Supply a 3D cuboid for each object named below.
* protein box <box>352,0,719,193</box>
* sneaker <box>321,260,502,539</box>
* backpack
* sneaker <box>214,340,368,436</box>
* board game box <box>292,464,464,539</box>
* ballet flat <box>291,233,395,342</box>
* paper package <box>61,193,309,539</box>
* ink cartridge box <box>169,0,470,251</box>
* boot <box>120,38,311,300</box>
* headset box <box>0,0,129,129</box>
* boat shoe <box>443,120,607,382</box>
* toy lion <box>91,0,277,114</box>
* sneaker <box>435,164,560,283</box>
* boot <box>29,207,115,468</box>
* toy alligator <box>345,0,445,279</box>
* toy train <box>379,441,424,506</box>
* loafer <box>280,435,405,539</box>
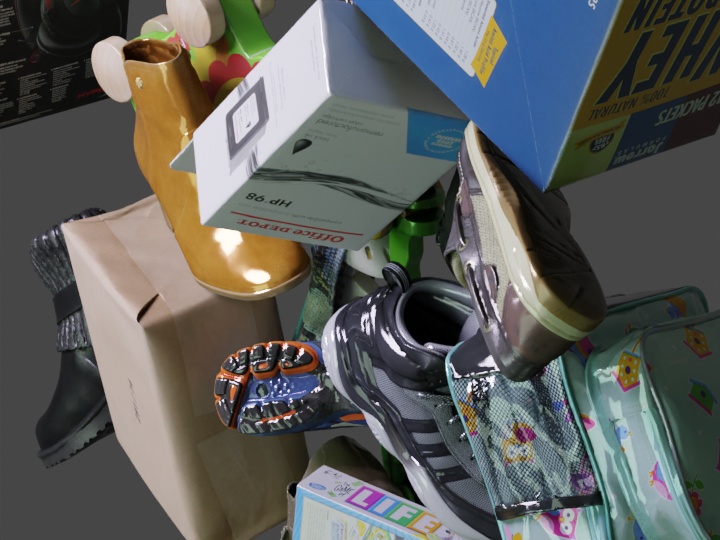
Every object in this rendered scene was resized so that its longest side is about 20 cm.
[{"bbox_3d":[0.111,-0.190,1.133,0.200,0.134,0.200,47,139,29],"label":"protein box"},{"bbox_3d":[0.063,0.083,1.293,0.200,0.075,0.114,47,148,7],"label":"sneaker"},{"bbox_3d":[0.156,0.116,1.176,0.152,0.175,0.202,-8,91,38],"label":"backpack"},{"bbox_3d":[0.006,0.070,1.410,0.198,0.078,0.076,-3,85,17],"label":"sneaker"},{"bbox_3d":[0.014,0.242,1.397,0.134,0.034,0.202,20,120,27],"label":"board game box"},{"bbox_3d":[0.000,0.000,1.441,0.074,0.074,0.201,43,140,33],"label":"ballet flat"},{"bbox_3d":[-0.125,0.067,1.545,0.191,0.103,0.202,42,148,55],"label":"paper package"},{"bbox_3d":[-0.022,-0.073,1.274,0.200,0.115,0.067,-41,48,48],"label":"ink cartridge box"},{"bbox_3d":[-0.107,-0.074,1.426,0.201,0.070,0.145,36,147,54],"label":"boot"},{"bbox_3d":[-0.249,-0.216,1.592,0.075,0.148,0.201,39,135,36],"label":"headset box"},{"bbox_3d":[0.074,-0.015,1.129,0.065,0.073,0.200,-47,23,19],"label":"boat shoe"},{"bbox_3d":[-0.088,-0.109,1.511,0.200,0.068,0.193,-23,95,55],"label":"toy lion"},{"bbox_3d":[0.080,-0.037,1.304,0.090,0.075,0.202,17,118,53],"label":"sneaker"},{"bbox_3d":[-0.232,0.056,1.752,0.211,0.079,0.158,-40,80,42],"label":"boot"},{"bbox_3d":[0.021,-0.089,1.365,0.054,0.059,0.202,-1,105,50],"label":"toy alligator"},{"bbox_3d":[0.037,0.168,1.485,0.056,0.041,0.202,24,125,58],"label":"toy train"},{"bbox_3d":[-0.019,0.180,1.497,0.200,0.075,0.068,120,137,-52],"label":"loafer"}]
